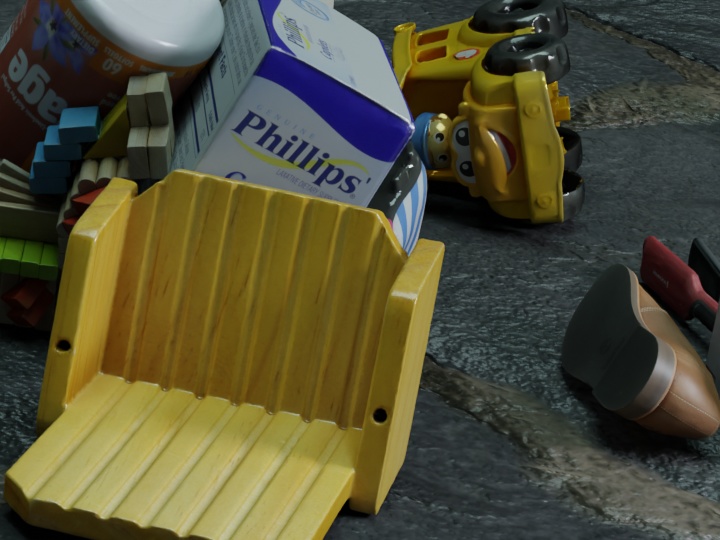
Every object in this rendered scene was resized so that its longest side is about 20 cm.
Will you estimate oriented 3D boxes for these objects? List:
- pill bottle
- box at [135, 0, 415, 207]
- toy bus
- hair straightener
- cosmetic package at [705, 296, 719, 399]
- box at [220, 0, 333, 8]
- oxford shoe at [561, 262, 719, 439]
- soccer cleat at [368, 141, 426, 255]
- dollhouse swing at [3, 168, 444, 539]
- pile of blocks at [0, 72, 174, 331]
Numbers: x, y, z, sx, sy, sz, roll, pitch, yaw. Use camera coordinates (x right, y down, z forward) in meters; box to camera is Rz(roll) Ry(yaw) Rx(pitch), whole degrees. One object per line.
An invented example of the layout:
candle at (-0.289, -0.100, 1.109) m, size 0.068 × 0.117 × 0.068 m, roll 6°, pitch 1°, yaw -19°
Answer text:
pill bottle at (-0.178, -0.111, 1.677) m, size 0.112 × 0.200 × 0.112 m, roll 24°, pitch 38°, yaw -21°
box at (-0.068, -0.058, 1.643) m, size 0.105 × 0.200 × 0.184 m, roll 28°, pitch 16°, yaw -16°
toy bus at (0.065, -0.114, 1.977) m, size 0.191 × 0.136 × 0.200 m, roll -5°, pitch 23°, yaw 4°
hair straightener at (0.255, 0.020, 1.783) m, size 0.077 × 0.041 × 0.200 m, roll 1°, pitch 15°, yaw -17°
cosmetic package at (0.320, 0.062, 1.648) m, size 0.199 × 0.090 × 0.107 m, roll 3°, pitch 24°, yaw -19°
box at (-0.070, -0.102, 1.781) m, size 0.068 × 0.201 × 0.082 m, roll 15°, pitch 22°, yaw 22°
oxford shoe at (0.175, 0.056, 1.670) m, size 0.071 × 0.071 × 0.200 m, roll 31°, pitch 15°, yaw -17°
soccer cleat at (0.000, 0.000, 1.739) m, size 0.070 × 0.087 × 0.200 m, roll 9°, pitch 44°, yaw 20°
dollhouse swing at (-0.080, 0.049, 1.458) m, size 0.199 × 0.182 × 0.176 m, roll 12°, pitch 7°, yaw 12°
pile of blocks at (-0.180, -0.037, 1.614) m, size 0.082 × 0.200 × 0.062 m, roll 28°, pitch 29°, yaw -17°
